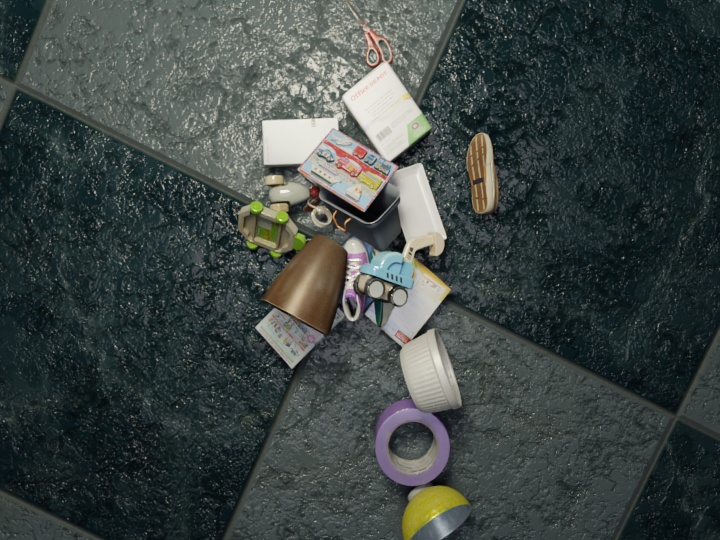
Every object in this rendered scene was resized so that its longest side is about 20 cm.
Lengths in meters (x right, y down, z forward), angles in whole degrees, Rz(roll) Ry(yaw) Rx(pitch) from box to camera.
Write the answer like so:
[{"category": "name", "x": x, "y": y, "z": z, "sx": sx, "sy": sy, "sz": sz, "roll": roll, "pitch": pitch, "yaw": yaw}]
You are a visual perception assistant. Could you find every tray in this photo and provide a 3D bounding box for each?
[{"category": "tray", "x": 0.138, "y": -0.158, "z": 1.452, "sx": 0.105, "sy": 0.022, "sz": 0.205, "roll": -19, "pitch": 89, "yaw": -11}]

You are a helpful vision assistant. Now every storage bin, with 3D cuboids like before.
[{"category": "storage bin", "x": 0.006, "y": -0.136, "z": 1.415, "sx": 0.198, "sy": 0.136, "sz": 0.146, "roll": 30, "pitch": 67, "yaw": 35}]

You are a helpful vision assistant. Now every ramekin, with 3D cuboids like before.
[{"category": "ramekin", "x": 0.174, "y": 0.260, "z": 1.457, "sx": 0.103, "sy": 0.200, "sz": 0.205, "roll": -20, "pitch": 94, "yaw": 11}]

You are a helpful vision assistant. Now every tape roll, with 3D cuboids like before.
[{"category": "tape roll", "x": 0.134, "y": 0.452, "z": 1.523, "sx": 0.194, "sy": 0.085, "sz": 0.206, "roll": 0, "pitch": 95, "yaw": 1}]

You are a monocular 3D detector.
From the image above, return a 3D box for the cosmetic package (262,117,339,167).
[{"category": "cosmetic package", "x": -0.149, "y": -0.325, "z": 1.471, "sx": 0.194, "sy": 0.081, "sz": 0.116, "roll": -4, "pitch": 96, "yaw": 0}]

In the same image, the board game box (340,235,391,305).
[{"category": "board game box", "x": 0.000, "y": 0.000, "z": 1.515, "sx": 0.199, "sy": 0.039, "sz": 0.159, "roll": -42, "pitch": 93, "yaw": 11}]

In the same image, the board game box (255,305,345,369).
[{"category": "board game box", "x": -0.155, "y": 0.131, "z": 1.513, "sx": 0.200, "sy": 0.064, "sz": 0.148, "roll": -43, "pitch": 92, "yaw": 2}]

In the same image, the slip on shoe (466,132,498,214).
[{"category": "slip on shoe", "x": 0.323, "y": -0.248, "z": 1.485, "sx": 0.059, "sy": 0.075, "sz": 0.206, "roll": -2, "pitch": 85, "yaw": -38}]

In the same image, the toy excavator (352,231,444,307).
[{"category": "toy excavator", "x": 0.098, "y": -0.016, "z": 1.385, "sx": 0.190, "sy": 0.100, "sz": 0.205, "roll": 18, "pitch": 88, "yaw": -22}]

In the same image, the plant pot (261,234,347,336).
[{"category": "plant pot", "x": -0.113, "y": 0.025, "z": 1.400, "sx": 0.184, "sy": 0.187, "sz": 0.203, "roll": 28, "pitch": 81, "yaw": -1}]

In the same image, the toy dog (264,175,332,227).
[{"category": "toy dog", "x": -0.157, "y": -0.195, "z": 1.490, "sx": 0.195, "sy": 0.096, "sz": 0.136, "roll": 15, "pitch": 91, "yaw": -15}]

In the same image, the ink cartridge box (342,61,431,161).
[{"category": "ink cartridge box", "x": 0.065, "y": -0.394, "z": 1.461, "sx": 0.144, "sy": 0.084, "sz": 0.202, "roll": -36, "pitch": 93, "yaw": 3}]

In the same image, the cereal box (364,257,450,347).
[{"category": "cereal box", "x": 0.123, "y": 0.081, "z": 1.517, "sx": 0.143, "sy": 0.040, "sz": 0.201, "roll": 39, "pitch": 95, "yaw": 1}]

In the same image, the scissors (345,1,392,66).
[{"category": "scissors", "x": 0.021, "y": -0.622, "z": 1.483, "sx": 0.072, "sy": 0.014, "sz": 0.205, "roll": -21, "pitch": 93, "yaw": 5}]

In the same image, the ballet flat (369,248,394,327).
[{"category": "ballet flat", "x": 0.065, "y": 0.043, "z": 1.466, "sx": 0.067, "sy": 0.069, "sz": 0.206, "roll": -5, "pitch": 98, "yaw": 1}]

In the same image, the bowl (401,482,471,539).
[{"category": "bowl", "x": 0.181, "y": 0.626, "z": 1.511, "sx": 0.198, "sy": 0.201, "sz": 0.108, "roll": -37, "pitch": 51, "yaw": 3}]

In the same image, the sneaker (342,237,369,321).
[{"category": "sneaker", "x": -0.014, "y": 0.025, "z": 1.442, "sx": 0.070, "sy": 0.114, "sz": 0.207, "roll": -3, "pitch": 98, "yaw": 8}]

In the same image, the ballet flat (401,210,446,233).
[{"category": "ballet flat", "x": 0.142, "y": -0.135, "z": 1.495, "sx": 0.197, "sy": 0.068, "sz": 0.073, "roll": 31, "pitch": 74, "yaw": -2}]

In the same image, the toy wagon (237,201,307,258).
[{"category": "toy wagon", "x": -0.215, "y": -0.095, "z": 1.464, "sx": 0.195, "sy": 0.156, "sz": 0.040, "roll": 20, "pitch": 53, "yaw": -1}]

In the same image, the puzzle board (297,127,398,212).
[{"category": "puzzle board", "x": -0.029, "y": -0.244, "z": 1.369, "sx": 0.197, "sy": 0.018, "sz": 0.152, "roll": 32, "pitch": 67, "yaw": 14}]
